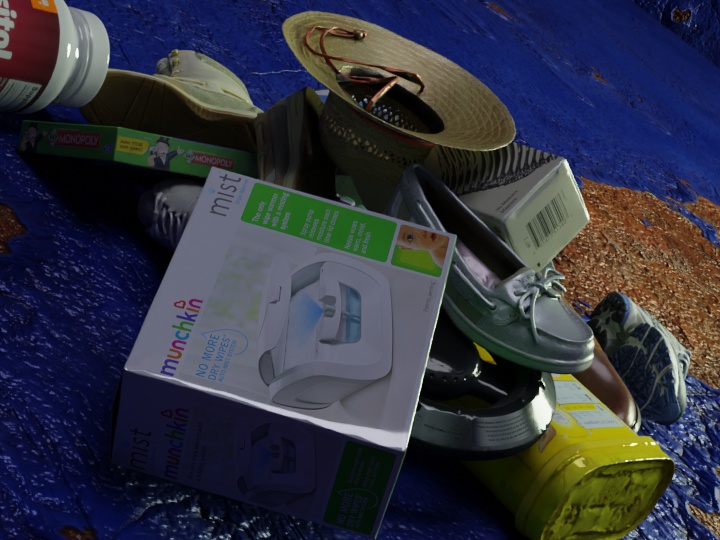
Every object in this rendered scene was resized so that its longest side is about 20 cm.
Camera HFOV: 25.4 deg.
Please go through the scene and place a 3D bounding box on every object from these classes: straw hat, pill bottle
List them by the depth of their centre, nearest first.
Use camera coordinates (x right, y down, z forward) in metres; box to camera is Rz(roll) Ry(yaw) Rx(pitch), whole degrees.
[{"bbox_3d":[0.015,-0.118,1.260,0.201,0.085,0.201,21,28,-12],"label":"straw hat"},{"bbox_3d":[-0.311,-0.190,1.313,0.200,0.113,0.113,5,32,-48],"label":"pill bottle"}]

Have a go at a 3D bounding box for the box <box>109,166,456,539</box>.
[{"bbox_3d":[-0.046,0.049,1.024,0.176,0.097,0.200,17,43,1],"label":"box"}]

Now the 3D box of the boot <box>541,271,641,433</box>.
[{"bbox_3d":[0.161,0.037,1.344,0.200,0.068,0.188,60,12,-30],"label":"boot"}]

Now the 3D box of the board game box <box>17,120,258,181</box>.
[{"bbox_3d":[-0.162,-0.093,1.325,0.134,0.029,0.200,7,-1,44],"label":"board game box"}]

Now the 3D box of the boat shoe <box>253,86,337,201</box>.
[{"bbox_3d":[-0.059,-0.063,1.255,0.073,0.063,0.201,51,28,-42],"label":"boat shoe"}]

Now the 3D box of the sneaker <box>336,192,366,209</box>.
[{"bbox_3d":[0.000,0.000,1.360,0.200,0.074,0.088,31,26,-2],"label":"sneaker"}]

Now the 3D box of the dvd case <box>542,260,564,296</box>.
[{"bbox_3d":[0.159,-0.011,1.543,0.200,0.022,0.146,-118,-176,-55],"label":"dvd case"}]

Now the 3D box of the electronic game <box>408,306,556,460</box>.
[{"bbox_3d":[0.048,0.063,1.156,0.200,0.042,0.200,16,32,-11],"label":"electronic game"}]

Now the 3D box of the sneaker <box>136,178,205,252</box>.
[{"bbox_3d":[-0.137,-0.031,1.255,0.092,0.076,0.200,18,9,-2],"label":"sneaker"}]

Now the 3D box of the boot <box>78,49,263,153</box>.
[{"bbox_3d":[-0.179,-0.162,1.487,0.200,0.072,0.155,13,23,-27],"label":"boot"}]

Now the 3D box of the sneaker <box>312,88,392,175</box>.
[{"bbox_3d":[0.024,-0.119,1.441,0.200,0.074,0.082,15,25,-31],"label":"sneaker"}]

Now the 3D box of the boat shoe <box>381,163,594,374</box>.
[{"bbox_3d":[0.094,0.001,1.174,0.074,0.065,0.202,-16,49,-45],"label":"boat shoe"}]

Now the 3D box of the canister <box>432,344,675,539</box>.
[{"bbox_3d":[0.126,0.118,1.239,0.148,0.087,0.200,2,33,-48],"label":"canister"}]

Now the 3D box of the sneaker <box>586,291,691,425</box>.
[{"bbox_3d":[0.287,0.089,1.539,0.085,0.077,0.200,28,21,-19],"label":"sneaker"}]

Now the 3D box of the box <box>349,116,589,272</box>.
[{"bbox_3d":[0.083,-0.065,1.289,0.200,0.082,0.068,23,-30,47],"label":"box"}]

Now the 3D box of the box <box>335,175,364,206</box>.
[{"bbox_3d":[0.041,-0.032,1.474,0.200,0.078,0.095,39,23,22],"label":"box"}]
